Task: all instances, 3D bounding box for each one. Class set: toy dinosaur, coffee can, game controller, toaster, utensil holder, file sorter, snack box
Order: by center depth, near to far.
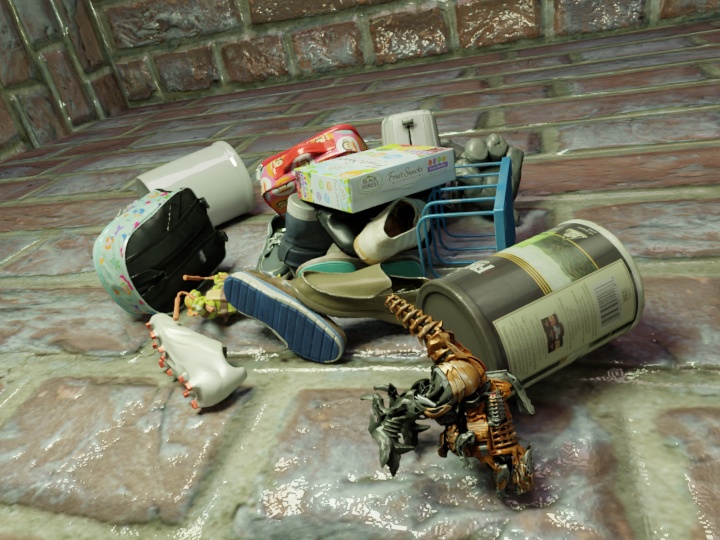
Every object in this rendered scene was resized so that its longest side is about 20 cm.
[{"bbox_3d":[0.081,0.118,0.511,0.135,0.102,0.201,-33,56,16],"label":"toy dinosaur"},{"bbox_3d":[0.184,0.045,0.603,0.199,0.147,0.146,-22,30,-19],"label":"coffee can"},{"bbox_3d":[0.023,-0.143,0.808,0.199,0.053,0.142,-22,25,-31],"label":"snack box"},{"bbox_3d":[0.166,-0.066,0.819,0.122,0.140,0.200,-2,30,19],"label":"file sorter"},{"bbox_3d":[0.027,-0.067,0.841,0.199,0.042,0.105,-10,60,-42],"label":"game controller"},{"bbox_3d":[0.099,-0.208,1.016,0.113,0.130,0.200,-8,-13,9],"label":"toaster"},{"bbox_3d":[-0.357,-0.165,1.181,0.199,0.171,0.170,-31,33,-26],"label":"utensil holder"}]

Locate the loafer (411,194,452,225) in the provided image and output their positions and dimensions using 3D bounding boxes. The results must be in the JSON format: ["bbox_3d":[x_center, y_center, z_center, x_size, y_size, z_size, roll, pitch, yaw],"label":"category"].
[{"bbox_3d":[0.071,-0.095,0.982,0.199,0.069,0.070,-16,18,-15],"label":"loafer"}]

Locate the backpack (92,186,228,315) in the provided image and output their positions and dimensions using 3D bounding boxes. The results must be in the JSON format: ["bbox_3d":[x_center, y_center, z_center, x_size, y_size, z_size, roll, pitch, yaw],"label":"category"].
[{"bbox_3d":[-0.342,-0.026,0.909,0.149,0.178,0.201,-2,39,24],"label":"backpack"}]

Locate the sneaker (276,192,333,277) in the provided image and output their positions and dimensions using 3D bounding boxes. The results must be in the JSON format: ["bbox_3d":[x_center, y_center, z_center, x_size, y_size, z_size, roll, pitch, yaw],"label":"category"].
[{"bbox_3d":[-0.053,-0.059,0.911,0.201,0.147,0.077,-12,39,-43],"label":"sneaker"}]

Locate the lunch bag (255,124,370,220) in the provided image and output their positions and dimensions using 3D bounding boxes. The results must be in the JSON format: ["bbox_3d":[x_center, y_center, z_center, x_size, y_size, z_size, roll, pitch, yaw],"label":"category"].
[{"bbox_3d":[-0.075,-0.164,0.947,0.199,0.176,0.082,-22,64,14],"label":"lunch bag"}]

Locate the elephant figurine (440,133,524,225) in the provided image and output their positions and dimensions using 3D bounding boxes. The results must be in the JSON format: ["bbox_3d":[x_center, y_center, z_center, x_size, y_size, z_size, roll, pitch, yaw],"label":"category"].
[{"bbox_3d":[0.216,-0.175,1.024,0.141,0.156,0.200,20,-3,-10],"label":"elephant figurine"}]

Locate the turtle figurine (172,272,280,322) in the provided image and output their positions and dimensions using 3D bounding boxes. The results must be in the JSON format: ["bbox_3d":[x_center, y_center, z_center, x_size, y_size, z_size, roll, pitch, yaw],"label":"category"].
[{"bbox_3d":[-0.201,0.048,0.831,0.160,0.065,0.200,-3,13,-3],"label":"turtle figurine"}]

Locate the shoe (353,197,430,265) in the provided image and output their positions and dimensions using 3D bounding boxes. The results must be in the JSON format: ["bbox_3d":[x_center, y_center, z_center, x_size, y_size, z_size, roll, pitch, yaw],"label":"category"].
[{"bbox_3d":[0.062,-0.067,0.791,0.070,0.053,0.200,45,38,5],"label":"shoe"}]

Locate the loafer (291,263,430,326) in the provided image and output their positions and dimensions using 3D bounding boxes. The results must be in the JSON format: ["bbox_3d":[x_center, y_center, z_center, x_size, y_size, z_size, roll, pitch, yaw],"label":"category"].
[{"bbox_3d":[0.008,0.024,0.721,0.198,0.068,0.076,10,21,-17],"label":"loafer"}]

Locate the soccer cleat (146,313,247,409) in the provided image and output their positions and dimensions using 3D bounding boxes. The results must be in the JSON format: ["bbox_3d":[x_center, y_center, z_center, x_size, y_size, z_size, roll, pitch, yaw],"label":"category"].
[{"bbox_3d":[-0.224,0.113,0.730,0.077,0.070,0.200,-24,37,-31],"label":"soccer cleat"}]

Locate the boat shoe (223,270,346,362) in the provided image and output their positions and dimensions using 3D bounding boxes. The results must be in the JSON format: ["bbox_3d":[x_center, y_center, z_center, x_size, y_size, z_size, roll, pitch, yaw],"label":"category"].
[{"bbox_3d":[-0.092,0.049,0.742,0.199,0.073,0.072,32,35,20],"label":"boat shoe"}]

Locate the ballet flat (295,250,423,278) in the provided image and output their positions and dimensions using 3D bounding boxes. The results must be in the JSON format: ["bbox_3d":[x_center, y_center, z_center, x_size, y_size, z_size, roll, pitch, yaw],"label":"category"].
[{"bbox_3d":[0.000,0.000,0.850,0.198,0.069,0.067,0,24,0],"label":"ballet flat"}]

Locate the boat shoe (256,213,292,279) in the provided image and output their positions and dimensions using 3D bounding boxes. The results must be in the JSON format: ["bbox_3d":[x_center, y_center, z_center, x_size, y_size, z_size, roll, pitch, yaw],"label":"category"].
[{"bbox_3d":[-0.154,-0.042,0.981,0.072,0.062,0.200,-9,28,6],"label":"boat shoe"}]
